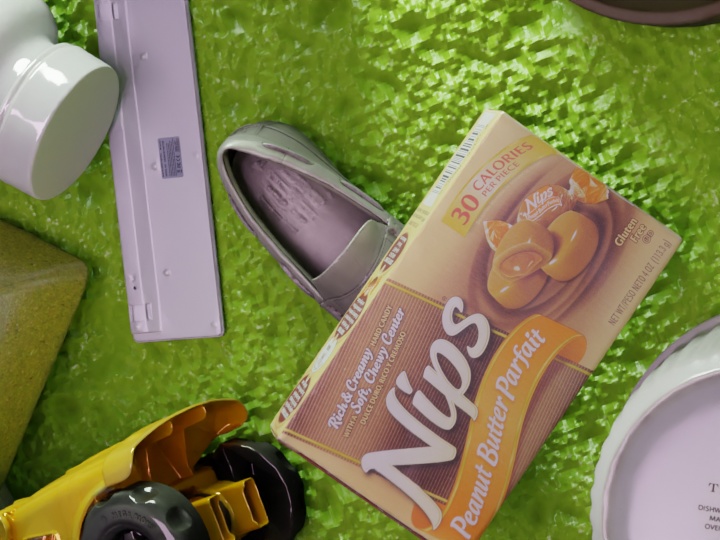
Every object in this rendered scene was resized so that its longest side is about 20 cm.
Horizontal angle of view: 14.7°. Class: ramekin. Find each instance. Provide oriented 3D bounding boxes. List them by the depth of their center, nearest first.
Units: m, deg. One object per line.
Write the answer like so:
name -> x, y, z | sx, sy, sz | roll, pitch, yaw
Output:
ramekin -> 0.208, 0.118, 1.382 | 0.199, 0.105, 0.201 | 2, 97, 20

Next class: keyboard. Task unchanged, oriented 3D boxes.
keyboard -> -0.111, -0.061, 1.539 | 0.056, 0.011, 0.201 | -5, 94, 16

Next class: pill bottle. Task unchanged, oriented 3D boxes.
pill bottle -> -0.236, -0.120, 1.524 | 0.200, 0.112, 0.113 | 30, 105, 16

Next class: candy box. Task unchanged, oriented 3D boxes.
candy box -> 0.057, 0.032, 1.413 | 0.115, 0.055, 0.200 | 34, 91, -7

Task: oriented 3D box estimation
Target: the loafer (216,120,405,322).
loafer -> 0.000, 0.000, 1.467 | 0.200, 0.070, 0.070 | 41, 105, 10

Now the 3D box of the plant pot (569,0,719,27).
plant pot -> 0.130, -0.216, 1.341 | 0.199, 0.173, 0.201 | 2, 95, 21

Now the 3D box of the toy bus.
toy bus -> -0.121, 0.193, 1.506 | 0.192, 0.136, 0.201 | -22, 90, 28

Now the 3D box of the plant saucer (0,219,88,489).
plant saucer -> -0.277, 0.047, 1.570 | 0.199, 0.048, 0.200 | 26, 96, 22

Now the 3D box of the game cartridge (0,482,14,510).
game cartridge -> -0.237, 0.209, 1.602 | 0.133, 0.041, 0.201 | -14, 91, 18
